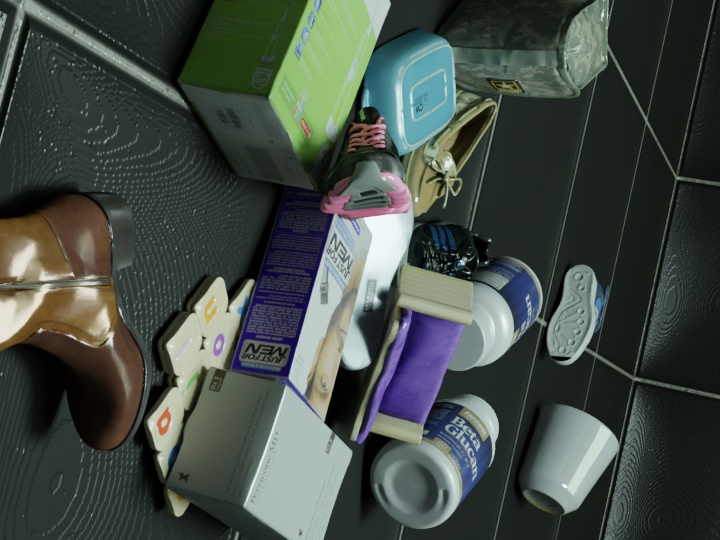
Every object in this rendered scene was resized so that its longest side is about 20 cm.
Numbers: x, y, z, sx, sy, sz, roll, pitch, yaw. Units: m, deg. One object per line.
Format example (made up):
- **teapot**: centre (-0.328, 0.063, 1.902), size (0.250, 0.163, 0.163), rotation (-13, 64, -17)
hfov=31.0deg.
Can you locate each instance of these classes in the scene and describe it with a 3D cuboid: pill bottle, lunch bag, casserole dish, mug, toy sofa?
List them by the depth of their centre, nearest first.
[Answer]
- **toy sofa**: centre (0.053, 0.101, 1.376), size (0.098, 0.082, 0.201), rotation (-80, -173, -51)
- **casserole dish**: centre (0.059, -0.191, 1.402), size (0.200, 0.039, 0.122), rotation (-38, 128, -56)
- **lunch bag**: centre (0.192, -0.268, 1.534), size (0.200, 0.163, 0.118), rotation (-42, 135, -55)
- **pill bottle**: centre (0.100, 0.225, 1.595), size (0.200, 0.111, 0.112), rotation (-34, 131, -60)
- **pill bottle**: centre (0.155, 0.058, 1.671), size (0.200, 0.111, 0.112), rotation (-33, 130, -60)
- **mug**: centre (0.354, 0.347, 2.254), size (0.154, 0.149, 0.187), rotation (-58, 144, -25)

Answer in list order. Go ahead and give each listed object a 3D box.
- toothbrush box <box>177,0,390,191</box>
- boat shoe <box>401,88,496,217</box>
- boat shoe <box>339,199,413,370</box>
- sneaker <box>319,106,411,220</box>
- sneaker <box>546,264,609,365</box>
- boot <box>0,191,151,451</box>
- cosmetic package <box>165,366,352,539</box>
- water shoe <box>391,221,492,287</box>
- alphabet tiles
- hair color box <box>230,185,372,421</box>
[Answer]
- **toothbrush box**: centre (-0.056, -0.191, 1.075), size (0.146, 0.086, 0.201), rotation (61, 46, -60)
- **boat shoe**: centre (0.098, -0.138, 1.502), size (0.073, 0.062, 0.201), rotation (73, 35, -49)
- **boat shoe**: centre (0.000, 0.000, 1.335), size (0.070, 0.066, 0.201), rotation (4, 99, -35)
- **sneaker**: centre (0.004, -0.095, 1.111), size (0.200, 0.079, 0.096), rotation (33, 54, -89)
- **sneaker**: centre (0.388, 0.105, 2.290), size (0.147, 0.080, 0.201), rotation (61, 39, -52)
- **boot**: centre (-0.214, 0.048, 0.833), size (0.200, 0.068, 0.189), rotation (-22, 121, -63)
- **cosmetic package**: centre (-0.084, 0.174, 1.147), size (0.200, 0.081, 0.113), rotation (55, 50, -63)
- **water shoe**: centre (0.100, -0.022, 1.540), size (0.200, 0.079, 0.072), rotation (-28, 126, -62)
- **alphabet tiles**: centre (-0.131, 0.107, 1.131), size (0.196, 0.015, 0.201), rotation (-59, 151, -45)
- **hair color box**: centre (-0.050, 0.026, 1.203), size (0.109, 0.064, 0.201), rotation (59, 42, -59)
